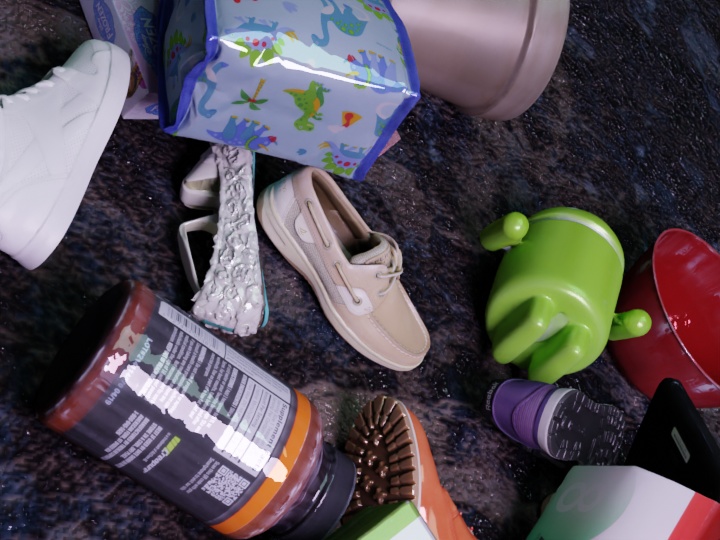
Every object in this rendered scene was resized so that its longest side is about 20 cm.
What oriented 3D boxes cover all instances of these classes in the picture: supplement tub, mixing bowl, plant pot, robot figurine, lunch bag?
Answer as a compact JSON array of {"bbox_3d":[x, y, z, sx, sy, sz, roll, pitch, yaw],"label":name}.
[{"bbox_3d":[-0.098,0.101,0.705,0.200,0.107,0.107,38,42,-21],"label":"supplement tub"},{"bbox_3d":[0.334,0.067,1.168,0.200,0.108,0.201,25,48,-32],"label":"mixing bowl"},{"bbox_3d":[0.082,-0.259,1.102,0.173,0.200,0.201,4,59,-24],"label":"plant pot"},{"bbox_3d":[0.186,0.018,1.045,0.175,0.116,0.200,35,41,-5],"label":"robot figurine"},{"bbox_3d":[-0.064,-0.184,0.842,0.169,0.128,0.201,12,50,-27],"label":"lunch bag"}]

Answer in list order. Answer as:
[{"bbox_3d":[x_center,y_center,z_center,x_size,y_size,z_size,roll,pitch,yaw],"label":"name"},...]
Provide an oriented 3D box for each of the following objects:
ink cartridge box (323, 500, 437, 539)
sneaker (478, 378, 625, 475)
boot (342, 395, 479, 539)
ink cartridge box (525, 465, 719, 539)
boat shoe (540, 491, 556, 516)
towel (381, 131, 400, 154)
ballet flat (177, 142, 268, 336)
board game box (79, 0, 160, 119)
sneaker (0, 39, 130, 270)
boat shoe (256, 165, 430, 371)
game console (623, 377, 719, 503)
[{"bbox_3d":[0.018,0.270,0.684,0.148,0.076,0.200,-32,88,-25],"label":"ink cartridge box"},{"bbox_3d":[0.172,0.137,0.981,0.200,0.087,0.076,41,70,-53],"label":"sneaker"},{"bbox_3d":[0.048,0.194,0.821,0.107,0.075,0.201,8,66,-46],"label":"boot"},{"bbox_3d":[0.195,0.217,0.811,0.050,0.200,0.161,48,61,-12],"label":"ink cartridge box"},{"bbox_3d":[0.223,0.277,0.935,0.074,0.069,0.201,-9,70,-48],"label":"boat shoe"},{"bbox_3d":[-0.034,-0.190,0.989,0.200,0.023,0.144,60,18,-5],"label":"towel"},{"bbox_3d":[-0.106,-0.043,0.835,0.072,0.072,0.201,21,48,-35],"label":"ballet flat"},{"bbox_3d":[-0.145,-0.223,0.937,0.199,0.041,0.201,-9,70,-48],"label":"board game box"},{"bbox_3d":[-0.232,-0.110,0.744,0.115,0.074,0.201,35,44,-28],"label":"sneaker"},{"bbox_3d":[0.000,0.000,0.901,0.200,0.065,0.072,51,37,-16],"label":"boat shoe"},{"bbox_3d":[0.315,0.223,0.984,0.116,0.176,0.200,15,21,-7],"label":"game console"}]
